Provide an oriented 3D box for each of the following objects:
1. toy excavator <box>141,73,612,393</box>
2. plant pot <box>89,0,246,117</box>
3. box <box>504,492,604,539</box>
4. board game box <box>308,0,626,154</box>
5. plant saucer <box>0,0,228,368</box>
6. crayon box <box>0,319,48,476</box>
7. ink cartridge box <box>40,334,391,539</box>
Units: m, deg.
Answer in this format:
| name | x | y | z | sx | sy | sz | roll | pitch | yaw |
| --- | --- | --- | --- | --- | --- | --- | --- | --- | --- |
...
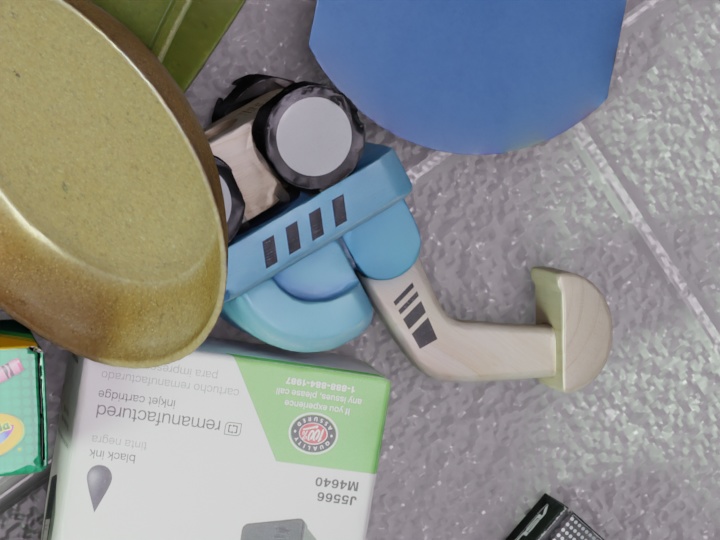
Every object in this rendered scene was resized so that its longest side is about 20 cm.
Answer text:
| name | x | y | z | sx | sy | sz | roll | pitch | yaw |
| --- | --- | --- | --- | --- | --- | --- | --- | --- | --- |
| toy excavator | 0.000 | 0.000 | 1.184 | 0.194 | 0.100 | 0.201 | -30 | 105 | -13 |
| plant pot | -0.127 | -0.191 | 1.110 | 0.190 | 0.200 | 0.201 | 32 | 88 | 1 |
| box | 0.105 | 0.247 | 1.248 | 0.200 | 0.048 | 0.193 | 43 | 88 | -12 |
| board game box | 0.053 | -0.156 | 1.207 | 0.157 | 0.039 | 0.201 | 10 | 92 | -22 |
| plant saucer | -0.126 | -0.050 | 1.072 | 0.035 | 0.200 | 0.201 | -43 | 103 | -38 |
| crayon box | -0.243 | 0.061 | 1.126 | 0.199 | 0.119 | 0.059 | -3 | 95 | -11 |
| ink cartridge box | -0.076 | 0.134 | 1.183 | 0.145 | 0.084 | 0.201 | 8 | 93 | -11 |
